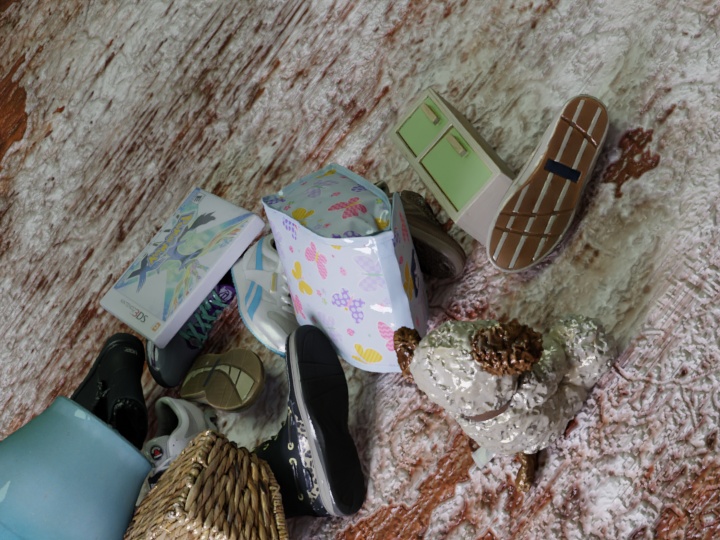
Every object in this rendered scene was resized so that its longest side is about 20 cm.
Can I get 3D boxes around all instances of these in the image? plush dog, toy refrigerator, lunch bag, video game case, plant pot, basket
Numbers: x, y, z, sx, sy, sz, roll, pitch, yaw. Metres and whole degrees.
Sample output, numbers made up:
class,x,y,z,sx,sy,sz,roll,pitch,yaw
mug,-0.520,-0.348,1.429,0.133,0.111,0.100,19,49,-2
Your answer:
class,x,y,z,sx,sy,sz,roll,pitch,yaw
plush dog,0.118,0.104,1.421,0.199,0.171,0.162,-10,56,42
toy refrigerator,0.107,-0.117,1.681,0.076,0.070,0.200,-47,38,12
lunch bag,0.000,0.000,1.618,0.126,0.171,0.200,-26,29,-18
video game case,-0.226,-0.008,1.907,0.200,0.022,0.182,-51,33,-10
plant pot,-0.334,0.251,1.675,0.199,0.200,0.189,17,65,52
basket,-0.152,0.275,1.612,0.200,0.148,0.143,-47,15,46

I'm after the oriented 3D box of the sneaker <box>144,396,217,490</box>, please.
class,x,y,z,sx,sy,sz,roll,pitch,yaw
sneaker,-0.218,0.238,1.768,0.074,0.088,0.201,-30,46,27

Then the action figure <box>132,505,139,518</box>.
class,x,y,z,sx,sy,sz,roll,pitch,yaw
action figure,-0.316,0.324,1.803,0.193,0.104,0.201,-33,67,20

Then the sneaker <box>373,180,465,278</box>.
class,x,y,z,sx,sy,sz,roll,pitch,yaw
sneaker,0.056,-0.057,1.695,0.076,0.071,0.199,-46,43,-18

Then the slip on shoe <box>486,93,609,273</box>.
class,x,y,z,sx,sy,sz,roll,pitch,yaw
slip on shoe,0.194,-0.088,1.577,0.061,0.075,0.202,-9,-56,-87

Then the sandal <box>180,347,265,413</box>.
class,x,y,z,sx,sy,sz,roll,pitch,yaw
sandal,-0.154,0.138,1.803,0.081,0.054,0.200,-60,22,-17

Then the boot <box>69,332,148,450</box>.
class,x,y,z,sx,sy,sz,roll,pitch,yaw
boot,-0.316,0.195,1.858,0.201,0.076,0.169,-61,20,24

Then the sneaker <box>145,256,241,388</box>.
class,x,y,z,sx,sy,sz,roll,pitch,yaw
sneaker,-0.204,0.050,1.902,0.087,0.074,0.202,-8,57,39

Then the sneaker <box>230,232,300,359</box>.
class,x,y,z,sx,sy,sz,roll,pitch,yaw
sneaker,-0.095,0.029,1.793,0.081,0.076,0.201,-42,41,16

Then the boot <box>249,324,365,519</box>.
class,x,y,z,sx,sy,sz,roll,pitch,yaw
boot,-0.081,0.174,1.631,0.153,0.073,0.206,-22,77,41
